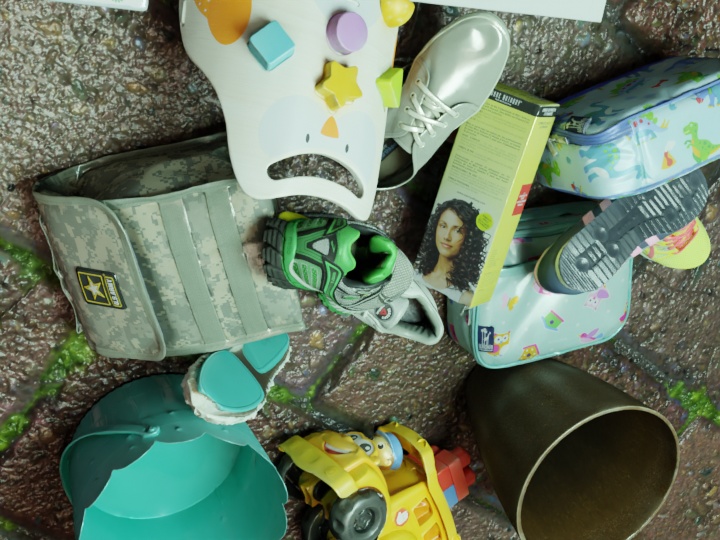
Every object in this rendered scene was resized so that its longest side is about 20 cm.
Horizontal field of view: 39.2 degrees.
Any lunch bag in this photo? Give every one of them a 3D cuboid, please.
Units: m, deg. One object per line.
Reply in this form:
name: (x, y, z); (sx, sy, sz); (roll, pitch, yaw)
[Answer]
lunch bag: (0.186, 0.010, 1.052); (0.200, 0.077, 0.161); (-11, 119, -19)
lunch bag: (-0.163, -0.016, 0.857); (0.200, 0.118, 0.164); (-12, 121, -1)
lunch bag: (0.266, -0.140, 0.963); (0.200, 0.161, 0.083); (-23, 109, -12)

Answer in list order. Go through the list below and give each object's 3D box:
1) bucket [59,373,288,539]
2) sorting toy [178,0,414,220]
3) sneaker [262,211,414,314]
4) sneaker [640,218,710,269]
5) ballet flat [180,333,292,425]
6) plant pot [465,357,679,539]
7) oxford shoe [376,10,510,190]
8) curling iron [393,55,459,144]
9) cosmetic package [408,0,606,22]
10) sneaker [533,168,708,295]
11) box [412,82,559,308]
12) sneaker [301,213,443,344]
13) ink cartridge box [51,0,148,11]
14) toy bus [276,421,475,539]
bucket: (-0.179, 0.207, 0.952); (0.207, 0.135, 0.207); (-10, 119, -19)
sorting toy: (-0.036, -0.135, 0.801); (0.200, 0.107, 0.180); (9, 79, -38)
sneaker: (0.000, 0.000, 0.852); (0.200, 0.085, 0.078); (11, 85, -64)
sneaker: (0.324, -0.053, 1.074); (0.200, 0.090, 0.078); (36, 96, -35)
ballet flat: (-0.116, 0.102, 0.909); (0.072, 0.200, 0.072); (3, 103, 14)
plant pot: (0.196, 0.170, 1.065); (0.187, 0.200, 0.187); (-11, 120, -20)
oxford shoe: (0.059, -0.141, 0.890); (0.075, 0.058, 0.200); (37, 119, -12)
curling iron: (0.095, -0.140, 0.963); (0.200, 0.026, 0.050); (33, 107, -33)
cosmetic package: (0.117, -0.281, 0.868); (0.200, 0.085, 0.108); (-1, 114, -22)
sneaker: (0.247, -0.043, 0.979); (0.200, 0.082, 0.070); (-31, 93, -21)
box: (0.114, -0.071, 0.942); (0.050, 0.075, 0.200); (-11, 122, -56)
sneaker: (0.007, 0.012, 0.968); (0.200, 0.089, 0.074); (27, 103, -31)
ink cartridge box: (-0.244, -0.297, 0.722); (0.200, 0.041, 0.200); (1, 115, -24)
toy bus: (0.031, 0.232, 1.075); (0.192, 0.136, 0.200); (-34, 122, -21)
